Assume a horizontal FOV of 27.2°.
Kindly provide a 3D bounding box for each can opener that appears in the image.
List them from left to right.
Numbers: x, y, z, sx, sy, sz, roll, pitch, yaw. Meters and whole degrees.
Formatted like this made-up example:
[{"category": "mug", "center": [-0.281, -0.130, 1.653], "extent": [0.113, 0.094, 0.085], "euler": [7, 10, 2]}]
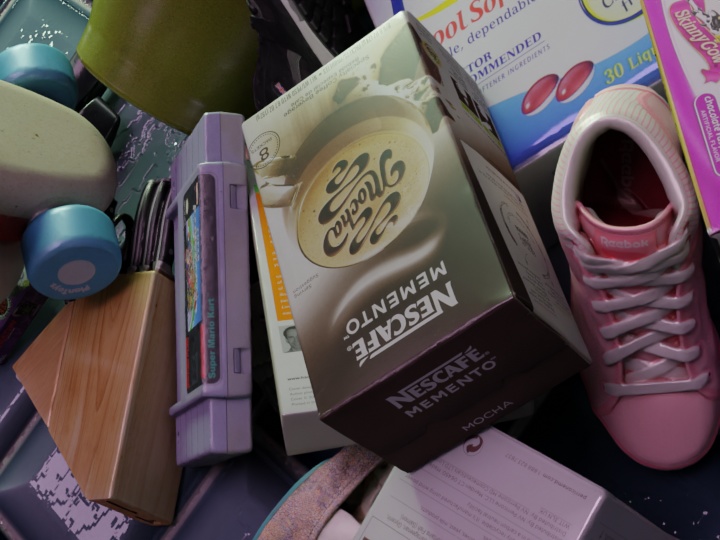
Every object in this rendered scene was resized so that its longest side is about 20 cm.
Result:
[{"category": "can opener", "center": [-0.200, -0.155, 1.135], "extent": [0.200, 0.078, 0.063], "euler": [-61, 7, -3]}]

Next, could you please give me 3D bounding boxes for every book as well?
[{"category": "book", "center": [0.010, 0.008, 0.839], "extent": [0.133, 0.048, 0.200], "euler": [-7, 42, -5]}]

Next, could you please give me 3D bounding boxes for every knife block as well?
[{"category": "knife block", "center": [-0.138, 0.041, 0.983], "extent": [0.176, 0.064, 0.200], "euler": [-47, 49, 7]}]

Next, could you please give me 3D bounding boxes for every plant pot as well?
[{"category": "plant pot", "center": [-0.090, -0.195, 1.002], "extent": [0.200, 0.200, 0.193], "euler": [42, 107, 41]}]

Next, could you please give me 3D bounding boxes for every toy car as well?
[{"category": "toy car", "center": [-0.279, -0.032, 0.995], "extent": [0.200, 0.176, 0.185], "euler": [-47, 48, 32]}]

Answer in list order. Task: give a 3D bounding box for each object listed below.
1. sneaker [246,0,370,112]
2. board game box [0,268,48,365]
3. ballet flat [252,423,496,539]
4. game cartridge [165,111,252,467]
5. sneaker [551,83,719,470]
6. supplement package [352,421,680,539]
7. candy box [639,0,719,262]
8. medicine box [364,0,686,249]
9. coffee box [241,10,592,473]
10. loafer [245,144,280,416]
[{"category": "sneaker", "center": [-0.042, -0.130, 0.912], "extent": [0.087, 0.200, 0.076], "euler": [-22, 25, 27]}, {"category": "board game box", "center": [-0.291, -0.042, 1.118], "extent": [0.200, 0.032, 0.120], "euler": [52, 120, 30]}, {"category": "ballet flat", "center": [0.012, 0.122, 0.836], "extent": [0.200, 0.068, 0.067], "euler": [-50, 52, 5]}, {"category": "game cartridge", "center": [-0.094, 0.016, 0.907], "extent": [0.038, 0.130, 0.201], "euler": [0, 79, -12]}, {"category": "sneaker", "center": [0.134, 0.010, 0.731], "extent": [0.075, 0.105, 0.201], "euler": [-6, 97, 16]}, {"category": "supplement package", "center": [0.055, 0.188, 0.739], "extent": [0.117, 0.117, 0.200], "euler": [26, 84, 41]}, {"category": "candy box", "center": [0.191, -0.035, 0.696], "extent": [0.061, 0.200, 0.137], "euler": [-17, 57, 14]}, {"category": "medicine box", "center": [0.115, -0.141, 0.865], "extent": [0.182, 0.103, 0.200], "euler": [-32, 57, 18]}, {"category": "coffee box", "center": [0.022, -0.017, 0.745], "extent": [0.113, 0.080, 0.200], "euler": [-33, 48, 18]}, {"category": "loafer", "center": [-0.058, 0.007, 0.935], "extent": [0.072, 0.063, 0.201], "euler": [-28, 54, 20]}]
